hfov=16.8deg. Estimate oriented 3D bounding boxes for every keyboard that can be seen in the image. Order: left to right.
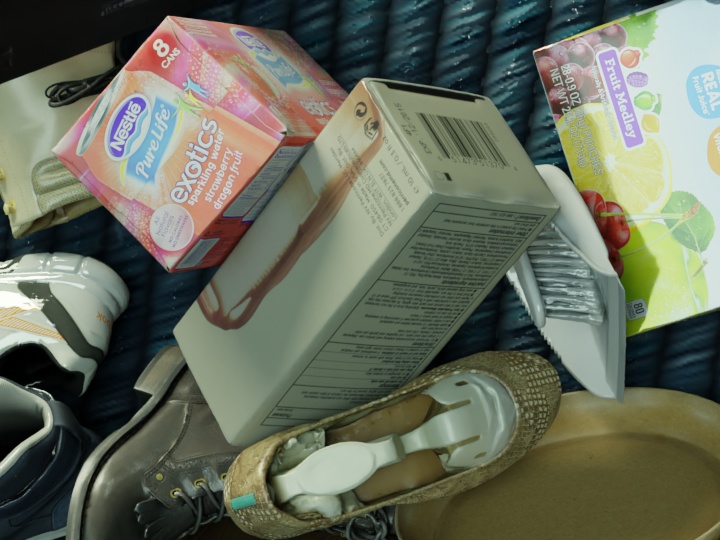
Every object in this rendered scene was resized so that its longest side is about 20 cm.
[{"bbox_3d":[-0.138,-0.147,1.377,0.021,0.199,0.127,45,143,30],"label":"keyboard"}]

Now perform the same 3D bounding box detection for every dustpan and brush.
[{"bbox_3d":[0.087,-0.030,1.358,0.057,0.140,0.201,-17,58,-5],"label":"dustpan and brush"}]

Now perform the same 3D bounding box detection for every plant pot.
[{"bbox_3d":[0.118,0.125,1.312,0.199,0.200,0.028,-8,116,16],"label":"plant pot"}]

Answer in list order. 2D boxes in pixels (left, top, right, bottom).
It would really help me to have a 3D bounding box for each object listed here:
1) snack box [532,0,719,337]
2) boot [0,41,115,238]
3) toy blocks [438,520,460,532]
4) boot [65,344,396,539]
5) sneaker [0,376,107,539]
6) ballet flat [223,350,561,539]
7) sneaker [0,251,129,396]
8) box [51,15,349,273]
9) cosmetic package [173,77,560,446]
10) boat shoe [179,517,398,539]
[{"bbox_3d":[0.216,-0.073,1.327,0.199,0.068,0.169,-19,87,15],"label":"snack box"},{"bbox_3d":[-0.232,-0.093,1.451,0.199,0.073,0.156,-14,89,7],"label":"boot"},{"bbox_3d":[0.120,0.209,1.369,0.199,0.100,0.137,6,106,15],"label":"toy blocks"},{"bbox_3d":[-0.061,0.125,1.379,0.173,0.069,0.201,13,56,18],"label":"boot"},{"bbox_3d":[-0.246,0.135,1.415,0.202,0.146,0.077,-30,65,4],"label":"sneaker"},{"bbox_3d":[0.025,0.095,1.299,0.199,0.065,0.071,-23,89,-14],"label":"ballet flat"},{"bbox_3d":[-0.240,0.035,1.449,0.199,0.074,0.080,-2,55,18],"label":"sneaker"},{"bbox_3d":[-0.072,-0.071,1.340,0.095,0.200,0.103,45,104,9],"label":"box"},{"bbox_3d":[0.000,0.000,1.304,0.200,0.103,0.087,-51,54,30],"label":"cosmetic package"},{"bbox_3d":[-0.054,0.191,1.417,0.199,0.072,0.072,0,115,28],"label":"boat shoe"}]
